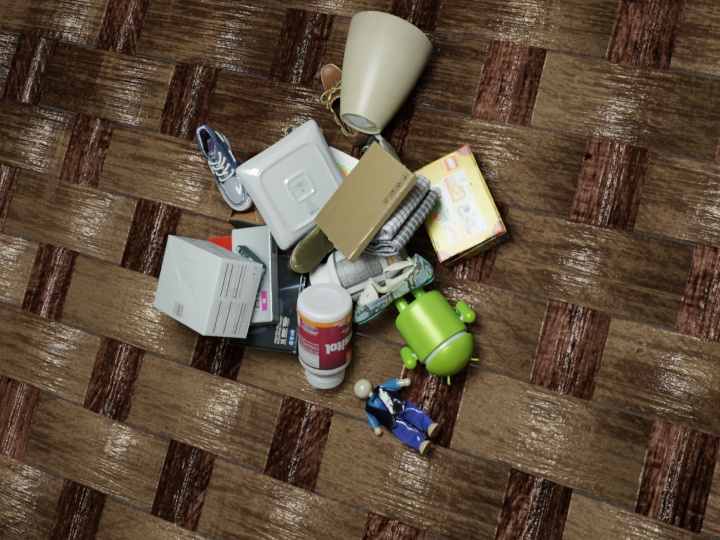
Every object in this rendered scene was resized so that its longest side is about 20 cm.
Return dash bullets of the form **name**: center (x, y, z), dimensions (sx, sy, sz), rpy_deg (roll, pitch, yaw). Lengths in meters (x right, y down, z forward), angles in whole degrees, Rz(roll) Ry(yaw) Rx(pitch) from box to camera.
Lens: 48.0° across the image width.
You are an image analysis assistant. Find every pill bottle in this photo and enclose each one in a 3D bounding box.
- **pill bottle**: center (-0.072, 0.137, 1.642), dimensions (0.111, 0.113, 0.203), rpy_deg (16, 129, 18)
- **pill bottle**: center (0.000, 0.000, 1.681), dimensions (0.197, 0.116, 0.119), rpy_deg (-22, 76, 12)

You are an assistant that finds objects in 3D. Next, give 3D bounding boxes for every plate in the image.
- **plate**: center (-0.126, -0.174, 1.669), dimensions (0.198, 0.032, 0.202), rpy_deg (-34, 110, -11)

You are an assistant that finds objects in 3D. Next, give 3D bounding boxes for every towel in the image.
- **towel**: center (0.039, -0.109, 1.613), dimensions (0.198, 0.086, 0.167), rpy_deg (5, 49, 45)

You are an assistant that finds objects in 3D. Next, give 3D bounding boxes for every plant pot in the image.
- **plant pot**: center (0.032, -0.397, 1.682), dimensions (0.184, 0.187, 0.204), rpy_deg (18, 81, 18)

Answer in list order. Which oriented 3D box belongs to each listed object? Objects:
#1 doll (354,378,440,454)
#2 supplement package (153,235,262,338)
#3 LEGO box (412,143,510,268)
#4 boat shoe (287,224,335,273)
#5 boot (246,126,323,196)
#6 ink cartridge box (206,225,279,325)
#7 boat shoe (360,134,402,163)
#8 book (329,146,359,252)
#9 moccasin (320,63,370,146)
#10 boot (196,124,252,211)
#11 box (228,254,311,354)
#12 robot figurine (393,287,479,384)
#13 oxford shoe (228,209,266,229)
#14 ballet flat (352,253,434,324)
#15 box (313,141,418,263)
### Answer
- **doll**: center (0.070, 0.284, 1.652), dimensions (0.198, 0.048, 0.139), rpy_deg (31, 101, 25)
- **supplement package**: center (-0.315, 0.032, 1.657), dimensions (0.198, 0.110, 0.159), rpy_deg (20, 98, 44)
- **LEGO box**: center (0.199, -0.131, 1.660), dimensions (0.147, 0.077, 0.203), rpy_deg (-25, 75, 12)
- **boat shoe**: center (-0.080, -0.066, 1.682), dimensions (0.201, 0.066, 0.072), rpy_deg (-44, 107, -27)
- **boot**: center (-0.161, -0.230, 1.782), dimensions (0.197, 0.073, 0.154), rpy_deg (-6, 68, 41)
- **ink cartridge box**: center (-0.258, 0.015, 1.709), dimensions (0.170, 0.043, 0.205), rpy_deg (-6, 80, 17)
- **boat shoe**: center (0.041, -0.232, 1.676), dimensions (0.067, 0.201, 0.072), rpy_deg (-42, 111, 8)
- **book**: center (-0.048, -0.147, 1.757), dimensions (0.132, 0.048, 0.203), rpy_deg (27, 92, 18)
- **moccasin**: center (-0.041, -0.368, 1.767), dimensions (0.072, 0.078, 0.205), rpy_deg (-22, 71, 15)
- **boot**: center (-0.314, -0.230, 1.826), dimensions (0.072, 0.090, 0.203), rpy_deg (-31, 74, 10)
- **box**: center (-0.184, 0.072, 1.743), dimensions (0.160, 0.086, 0.205), rpy_deg (6, 84, 19)
- **robot figurine**: center (0.148, 0.123, 1.617), dimensions (0.174, 0.116, 0.201), rpy_deg (-38, 73, 3)
- **oxford shoe**: center (-0.205, -0.112, 1.785), dimensions (0.196, 0.071, 0.072), rpy_deg (5, 63, 32)
- **ballet flat**: center (0.051, 0.031, 1.598), dimensions (0.198, 0.074, 0.075), rpy_deg (-33, 74, 15)
- **box**: center (0.006, -0.135, 1.548), dimensions (0.201, 0.021, 0.164), rpy_deg (-51, 41, 8)
